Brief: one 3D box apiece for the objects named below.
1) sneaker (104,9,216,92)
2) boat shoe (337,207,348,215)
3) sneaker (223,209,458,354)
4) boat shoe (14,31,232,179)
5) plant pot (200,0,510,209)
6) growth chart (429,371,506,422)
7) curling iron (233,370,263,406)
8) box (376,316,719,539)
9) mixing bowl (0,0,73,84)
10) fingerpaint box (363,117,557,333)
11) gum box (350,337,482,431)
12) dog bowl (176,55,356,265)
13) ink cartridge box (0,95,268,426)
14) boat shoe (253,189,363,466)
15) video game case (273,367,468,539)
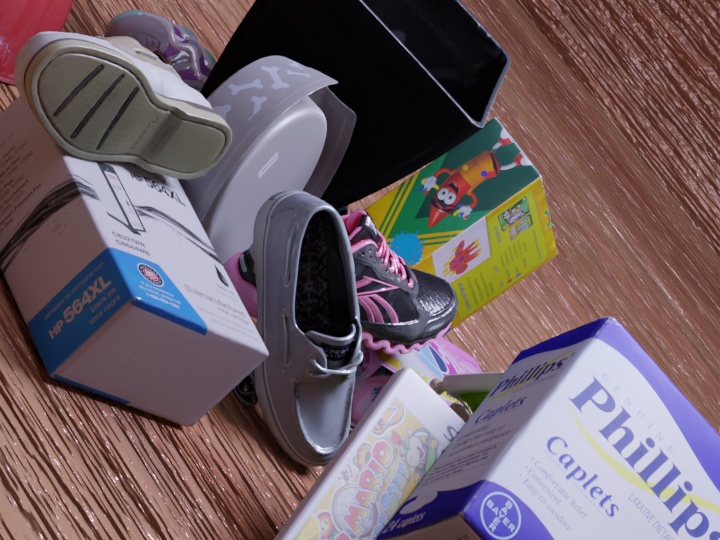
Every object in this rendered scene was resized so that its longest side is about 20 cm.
[{"bbox_3d":[-0.147,-0.128,1.696,0.200,0.078,0.140,46,16,-5],"label":"sneaker"},{"bbox_3d":[-0.054,-0.030,1.725,0.062,0.074,0.200,55,21,3],"label":"boat shoe"},{"bbox_3d":[0.000,0.000,1.543,0.199,0.096,0.079,11,35,-33],"label":"sneaker"},{"bbox_3d":[-0.166,-0.116,1.356,0.068,0.075,0.200,49,11,30],"label":"boat shoe"},{"bbox_3d":[-0.016,-0.161,1.677,0.200,0.177,0.200,45,22,-8],"label":"plant pot"},{"bbox_3d":[0.144,0.150,1.572,0.200,0.144,0.018,51,59,-11],"label":"growth chart"},{"bbox_3d":[-0.047,0.041,1.555,0.050,0.025,0.200,52,36,-8],"label":"curling iron"},{"bbox_3d":[0.146,0.166,1.345,0.184,0.105,0.200,47,54,-9],"label":"box"},{"bbox_3d":[-0.285,-0.251,1.573,0.200,0.108,0.200,44,18,-18],"label":"mixing bowl"},{"bbox_3d":[0.078,-0.026,1.775,0.074,0.166,0.200,54,-2,20],"label":"fingerpaint box"},{"bbox_3d":[0.039,0.096,1.678,0.200,0.066,0.114,32,21,-41],"label":"gum box"},{"bbox_3d":[-0.086,-0.073,1.539,0.059,0.201,0.200,36,13,16],"label":"dog bowl"},{"bbox_3d":[-0.167,-0.010,1.369,0.146,0.084,0.201,25,29,-51],"label":"ink cartridge box"},{"bbox_3d":[-0.034,0.045,1.452,0.070,0.202,0.071,-11,12,-28],"label":"boat shoe"},{"bbox_3d":[0.041,0.194,1.345,0.182,0.023,0.200,45,55,-10],"label":"video game case"}]
